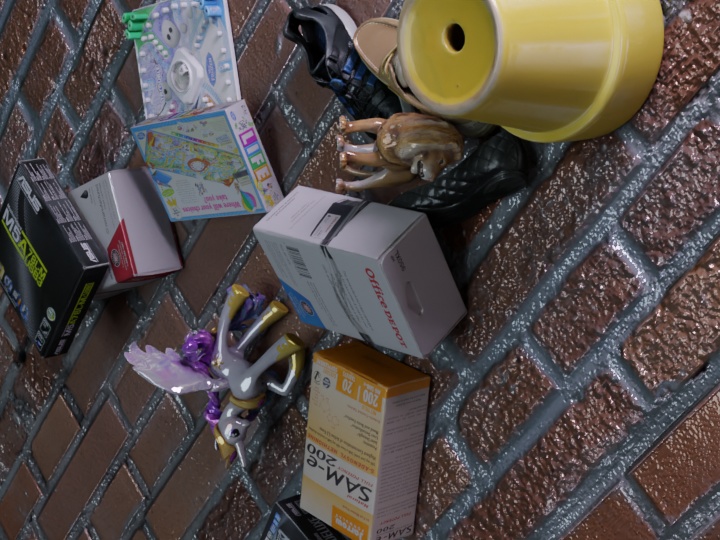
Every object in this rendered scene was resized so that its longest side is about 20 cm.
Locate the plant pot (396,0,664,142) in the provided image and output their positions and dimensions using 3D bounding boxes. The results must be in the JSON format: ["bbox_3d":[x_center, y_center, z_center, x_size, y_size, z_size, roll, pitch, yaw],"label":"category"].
[{"bbox_3d":[0.144,-0.214,1.343,0.201,0.189,0.201,11,106,45],"label":"plant pot"}]

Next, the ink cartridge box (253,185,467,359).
[{"bbox_3d":[0.000,0.000,1.581,0.200,0.084,0.145,15,142,44],"label":"ink cartridge box"}]

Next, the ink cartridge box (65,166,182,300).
[{"bbox_3d":[-0.342,-0.045,1.983,0.200,0.083,0.147,-19,84,48],"label":"ink cartridge box"}]

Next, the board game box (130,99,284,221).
[{"bbox_3d":[-0.191,-0.132,1.808,0.200,0.034,0.135,-2,115,47],"label":"board game box"}]

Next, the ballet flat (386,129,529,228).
[{"bbox_3d":[0.099,-0.087,1.523,0.200,0.066,0.057,-23,61,42],"label":"ballet flat"}]

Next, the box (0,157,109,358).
[{"bbox_3d":[-0.430,-0.016,1.989,0.200,0.047,0.193,55,136,24],"label":"box"}]

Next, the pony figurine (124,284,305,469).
[{"bbox_3d":[-0.166,0.119,1.798,0.193,0.166,0.200,41,111,25],"label":"pony figurine"}]

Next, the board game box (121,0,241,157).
[{"bbox_3d":[-0.228,-0.246,1.858,0.200,0.026,0.200,-3,96,47],"label":"board game box"}]

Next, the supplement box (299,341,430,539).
[{"bbox_3d":[0.003,0.198,1.669,0.126,0.073,0.200,23,115,43],"label":"supplement box"}]

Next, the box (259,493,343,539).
[{"bbox_3d":[-0.072,0.402,1.812,0.158,0.050,0.200,46,128,31],"label":"box"}]

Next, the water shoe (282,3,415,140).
[{"bbox_3d":[-0.018,-0.207,1.599,0.200,0.079,0.072,56,133,23],"label":"water shoe"}]

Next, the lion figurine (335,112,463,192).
[{"bbox_3d":[0.037,-0.121,1.524,0.200,0.122,0.073,157,112,-86],"label":"lion figurine"}]

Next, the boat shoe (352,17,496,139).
[{"bbox_3d":[0.061,-0.209,1.511,0.200,0.066,0.074,37,100,31],"label":"boat shoe"}]
